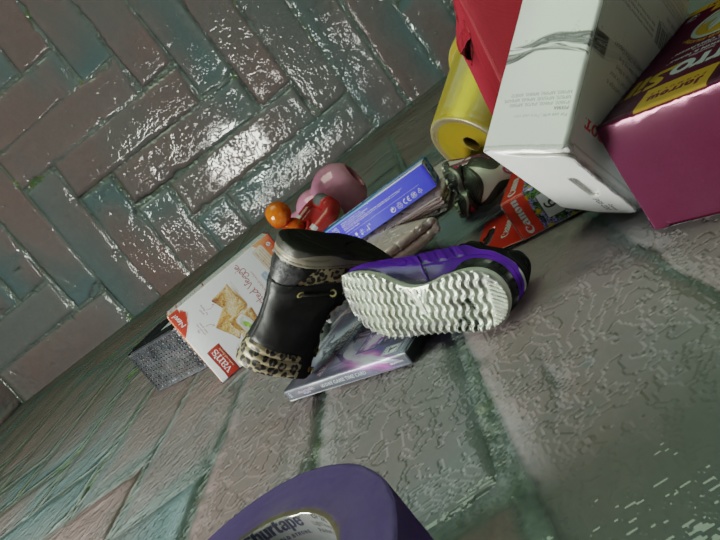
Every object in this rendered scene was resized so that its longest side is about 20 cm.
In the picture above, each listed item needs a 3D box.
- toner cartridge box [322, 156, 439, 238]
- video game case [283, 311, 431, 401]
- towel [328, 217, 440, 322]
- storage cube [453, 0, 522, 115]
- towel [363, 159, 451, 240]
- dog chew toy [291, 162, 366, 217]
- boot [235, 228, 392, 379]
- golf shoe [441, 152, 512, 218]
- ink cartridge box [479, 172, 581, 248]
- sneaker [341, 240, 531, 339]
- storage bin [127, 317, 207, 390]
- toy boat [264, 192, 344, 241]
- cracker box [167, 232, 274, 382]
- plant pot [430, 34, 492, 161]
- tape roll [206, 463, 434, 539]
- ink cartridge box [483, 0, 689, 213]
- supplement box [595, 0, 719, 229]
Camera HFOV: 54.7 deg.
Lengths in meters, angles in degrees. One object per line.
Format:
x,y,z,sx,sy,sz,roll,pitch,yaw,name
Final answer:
0.029,-0.098,1.082,0.199,0.043,0.095,-35,8,15,toner cartridge box
0.013,0.072,0.766,0.199,0.019,0.143,-25,19,43,video game case
0.000,0.000,0.938,0.190,0.032,0.200,-39,10,-15,towel
0.220,-0.245,0.767,0.198,0.181,0.171,-25,-7,7,storage cube
0.073,-0.098,1.145,0.190,0.032,0.200,-31,15,25,towel
-0.080,-0.134,1.496,0.200,0.124,0.125,-43,11,15,dog chew toy
-0.040,0.039,0.765,0.199,0.073,0.152,6,-65,-53,boot
0.154,-0.115,0.899,0.087,0.078,0.200,-24,9,8,golf shoe
0.196,-0.089,0.742,0.199,0.051,0.109,-29,16,32,ink cartridge box
0.075,0.012,0.668,0.199,0.070,0.099,0,26,42,sneaker
-0.328,0.130,1.317,0.199,0.094,0.135,-26,18,39,storage bin
-0.135,-0.082,1.361,0.201,0.131,0.130,-51,27,-4,toy boat
-0.183,0.055,1.087,0.200,0.134,0.058,-41,14,-9,cracker box
0.197,-0.245,0.989,0.190,0.200,0.200,-58,19,-17,plant pot
-0.038,0.198,0.337,0.199,0.085,0.200,-37,13,10,tape roll
0.197,-0.166,0.593,0.084,0.145,0.202,7,80,46,ink cartridge box
0.295,-0.139,0.533,0.200,0.104,0.130,-46,17,-29,supplement box
